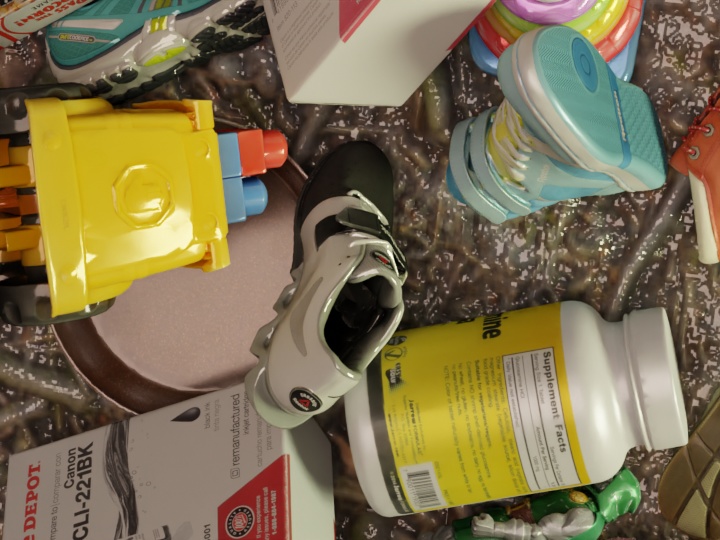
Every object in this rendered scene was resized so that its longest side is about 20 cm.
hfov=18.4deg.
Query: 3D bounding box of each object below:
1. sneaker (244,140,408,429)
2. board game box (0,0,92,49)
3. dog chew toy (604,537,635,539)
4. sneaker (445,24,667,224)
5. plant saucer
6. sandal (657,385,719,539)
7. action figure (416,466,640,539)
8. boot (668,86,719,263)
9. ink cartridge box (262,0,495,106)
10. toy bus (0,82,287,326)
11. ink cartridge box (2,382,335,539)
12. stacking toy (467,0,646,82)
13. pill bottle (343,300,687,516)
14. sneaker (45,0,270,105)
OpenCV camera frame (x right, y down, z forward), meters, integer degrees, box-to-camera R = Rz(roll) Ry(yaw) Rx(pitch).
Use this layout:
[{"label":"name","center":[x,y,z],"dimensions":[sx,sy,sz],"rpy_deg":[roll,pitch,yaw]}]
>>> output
[{"label":"sneaker","center":[0.000,0.000,1.343],"dimensions":[0.074,0.201,0.088],"rpy_deg":[35,143,-28]},{"label":"board game box","center":[-0.225,-0.252,1.388],"dimensions":[0.150,0.046,0.202],"rpy_deg":[-25,78,12]},{"label":"dog chew toy","center":[0.214,0.226,1.367],"dimensions":[0.198,0.124,0.126],"rpy_deg":[20,100,15]},{"label":"sneaker","center":[0.093,-0.078,1.311],"dimensions":[0.129,0.200,0.080],"rpy_deg":[-14,70,23]},{"label":"plant saucer","center":[-0.107,0.000,1.430],"dimensions":[0.198,0.034,0.202],"rpy_deg":[1,98,9]},{"label":"sandal","center":[0.260,0.086,1.375],"dimensions":[0.080,0.054,0.200],"rpy_deg":[42,116,8]},{"label":"action figure","center":[0.081,0.167,1.392],"dimensions":[0.198,0.118,0.055],"rpy_deg":[-19,102,1]},{"label":"boot","center":[0.235,-0.099,1.344],"dimensions":[0.106,0.075,0.202],"rpy_deg":[-6,97,15]},{"label":"ink cartridge box","center":[-0.001,-0.218,1.289],"dimensions":[0.147,0.082,0.202],"rpy_deg":[-45,53,50]},{"label":"toy bus","center":[-0.148,-0.052,1.347],"dimensions":[0.190,0.200,0.137],"rpy_deg":[-11,97,-25]},{"label":"ink cartridge box","center":[-0.121,0.166,1.386],"dimensions":[0.198,0.145,0.084],"rpy_deg":[-18,135,15]},{"label":"stacking toy","center":[0.111,-0.172,1.285],"dimensions":[0.109,0.200,0.117],"rpy_deg":[11,91,7]},{"label":"pill bottle","center":[0.096,0.081,1.367],"dimensions":[0.198,0.112,0.114],"rpy_deg":[-10,95,10]},{"label":"sneaker","center":[-0.109,-0.173,1.392],"dimensions":[0.198,0.077,0.080],"rpy_deg":[-22,81,10]}]
